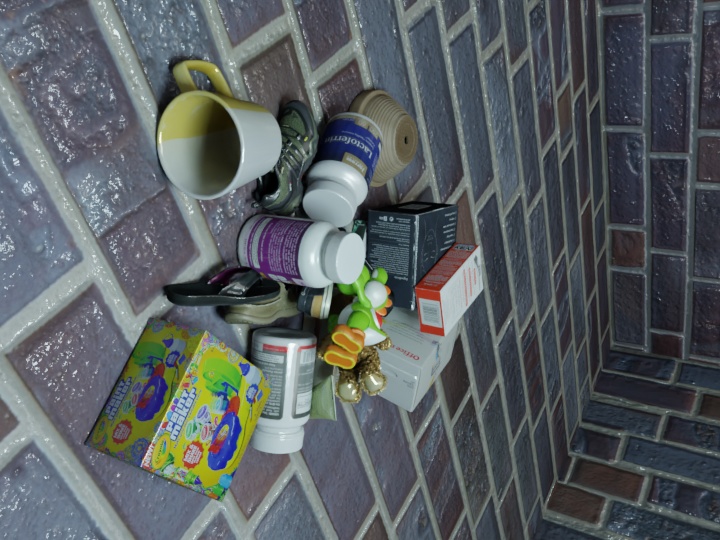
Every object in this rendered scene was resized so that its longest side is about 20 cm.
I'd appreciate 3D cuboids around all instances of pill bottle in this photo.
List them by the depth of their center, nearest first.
[{"bbox_3d":[-0.097,-0.031,1.174,0.112,0.199,0.113,-19,113,-54],"label":"pill bottle"},{"bbox_3d":[-0.141,0.208,1.244,0.114,0.113,0.201,-2,99,-58],"label":"pill bottle"},{"bbox_3d":[-0.033,-0.183,1.287,0.116,0.115,0.201,61,35,-44],"label":"pill bottle"}]

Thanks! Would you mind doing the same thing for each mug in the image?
[{"bbox_3d":[-0.192,-0.207,1.043,0.153,0.149,0.188,-28,127,-61],"label":"mug"}]

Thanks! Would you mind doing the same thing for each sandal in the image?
[{"bbox_3d":[-0.203,0.022,1.104,0.200,0.075,0.048,-5,110,-45],"label":"sandal"}]

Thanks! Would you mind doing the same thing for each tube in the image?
[{"bbox_3d":[-0.078,0.241,1.290,0.058,0.200,0.052,45,65,-3],"label":"tube"}]

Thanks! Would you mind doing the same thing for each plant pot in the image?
[{"bbox_3d":[0.057,-0.272,1.464,0.201,0.092,0.202,-20,114,-56],"label":"plant pot"}]

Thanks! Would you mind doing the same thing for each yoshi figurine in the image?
[{"bbox_3d":[-0.017,0.058,1.201,0.112,0.112,0.200,63,33,-33],"label":"yoshi figurine"}]

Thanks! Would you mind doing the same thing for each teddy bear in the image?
[{"bbox_3d":[-0.010,0.139,1.273,0.145,0.200,0.067,-42,146,18],"label":"teddy bear"}]

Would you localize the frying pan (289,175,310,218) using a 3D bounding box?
[{"bbox_3d":[-0.121,-0.088,1.289,0.115,0.031,0.191,53,51,-48],"label":"frying pan"}]

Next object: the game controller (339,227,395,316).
[{"bbox_3d":[0.000,0.000,1.389,0.200,0.042,0.104,53,10,-6],"label":"game controller"}]

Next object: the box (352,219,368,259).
[{"bbox_3d":[0.013,0.008,1.516,0.144,0.036,0.201,27,74,-57],"label":"box"}]

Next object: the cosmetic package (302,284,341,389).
[{"bbox_3d":[-0.055,0.131,1.388,0.103,0.087,0.201,4,93,-60],"label":"cosmetic package"}]

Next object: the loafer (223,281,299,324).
[{"bbox_3d":[-0.168,0.052,1.207,0.200,0.076,0.068,-10,99,-70],"label":"loafer"}]

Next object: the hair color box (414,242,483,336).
[{"bbox_3d":[0.189,0.037,1.488,0.200,0.064,0.111,-41,131,-45],"label":"hair color box"}]

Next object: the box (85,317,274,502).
[{"bbox_3d":[-0.259,0.207,1.050,0.193,0.122,0.201,48,57,-50],"label":"box"}]

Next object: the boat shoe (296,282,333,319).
[{"bbox_3d":[-0.080,0.021,1.262,0.200,0.062,0.075,-88,-174,-64],"label":"boat shoe"}]

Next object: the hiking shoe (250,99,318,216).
[{"bbox_3d":[-0.132,-0.194,1.197,0.101,0.075,0.201,8,91,-61],"label":"hiking shoe"}]

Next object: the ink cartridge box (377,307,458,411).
[{"bbox_3d":[0.106,0.177,1.573,0.200,0.147,0.145,-45,150,-44],"label":"ink cartridge box"}]

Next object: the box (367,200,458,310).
[{"bbox_3d":[0.112,-0.039,1.514,0.200,0.123,0.198,-18,112,-56],"label":"box"}]
